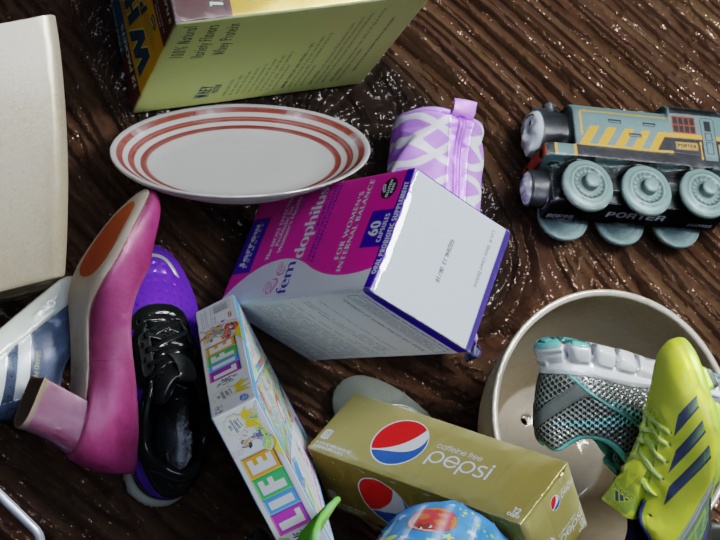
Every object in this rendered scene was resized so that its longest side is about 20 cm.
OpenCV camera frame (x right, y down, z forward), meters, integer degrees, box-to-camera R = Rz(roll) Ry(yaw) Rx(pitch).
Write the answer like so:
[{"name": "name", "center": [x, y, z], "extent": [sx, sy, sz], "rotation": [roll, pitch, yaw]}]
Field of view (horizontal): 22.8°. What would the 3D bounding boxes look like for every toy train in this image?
[{"name": "toy train", "center": [0.226, -0.085, 1.510], "extent": [0.199, 0.085, 0.115], "rotation": [3, 64, -15]}]

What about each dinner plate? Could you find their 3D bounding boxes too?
[{"name": "dinner plate", "center": [-0.092, -0.086, 1.368], "extent": [0.199, 0.200, 0.024], "rotation": [-10, 117, -19]}]

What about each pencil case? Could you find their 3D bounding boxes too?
[{"name": "pencil case", "center": [0.059, -0.031, 1.438], "extent": [0.083, 0.085, 0.201], "rotation": [6, 74, -19]}]

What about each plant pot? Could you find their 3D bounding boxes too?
[{"name": "plant pot", "center": [-0.306, -0.057, 1.279], "extent": [0.199, 0.200, 0.178], "rotation": [-15, 88, -20]}]

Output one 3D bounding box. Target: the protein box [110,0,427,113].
[{"name": "protein box", "center": [-0.079, -0.228, 1.382], "extent": [0.199, 0.199, 0.136], "rotation": [-10, 79, -19]}]

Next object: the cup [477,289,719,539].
[{"name": "cup", "center": [0.172, 0.129, 1.403], "extent": [0.199, 0.143, 0.202], "rotation": [4, 75, -16]}]

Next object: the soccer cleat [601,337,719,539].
[{"name": "soccer cleat", "center": [0.211, 0.140, 1.253], "extent": [0.083, 0.065, 0.201], "rotation": [-8, 122, -5]}]

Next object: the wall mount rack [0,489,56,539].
[{"name": "wall mount rack", "center": [-0.257, 0.214, 1.231], "extent": [0.074, 0.200, 0.175], "rotation": [-6, 98, 4]}]

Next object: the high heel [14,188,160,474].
[{"name": "high heel", "center": [-0.171, 0.045, 1.303], "extent": [0.096, 0.067, 0.201], "rotation": [29, 84, -26]}]

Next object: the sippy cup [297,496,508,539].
[{"name": "sippy cup", "center": [0.045, 0.225, 1.182], "extent": [0.130, 0.139, 0.179], "rotation": [-58, 133, -59]}]

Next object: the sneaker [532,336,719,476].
[{"name": "sneaker", "center": [0.212, 0.110, 1.315], "extent": [0.199, 0.078, 0.092], "rotation": [14, 89, -10]}]

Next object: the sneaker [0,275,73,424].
[{"name": "sneaker", "center": [-0.263, 0.093, 1.315], "extent": [0.200, 0.075, 0.085], "rotation": [-40, 96, -18]}]

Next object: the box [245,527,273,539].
[{"name": "box", "center": [-0.090, 0.304, 1.256], "extent": [0.141, 0.079, 0.200], "rotation": [41, 111, -5]}]

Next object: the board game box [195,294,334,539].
[{"name": "board game box", "center": [-0.070, 0.113, 1.283], "extent": [0.034, 0.200, 0.135], "rotation": [-26, 110, 1]}]

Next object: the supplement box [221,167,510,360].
[{"name": "supplement box", "center": [0.000, 0.000, 1.341], "extent": [0.103, 0.200, 0.102], "rotation": [32, 68, -29]}]

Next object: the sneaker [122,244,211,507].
[{"name": "sneaker", "center": [-0.142, 0.072, 1.341], "extent": [0.069, 0.099, 0.201], "rotation": [-3, 78, -20]}]

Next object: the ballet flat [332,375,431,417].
[{"name": "ballet flat", "center": [0.057, 0.158, 1.402], "extent": [0.067, 0.064, 0.200], "rotation": [-40, 90, -21]}]

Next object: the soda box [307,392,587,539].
[{"name": "soda box", "center": [0.061, 0.155, 1.291], "extent": [0.064, 0.199, 0.068], "rotation": [-47, 133, -31]}]
